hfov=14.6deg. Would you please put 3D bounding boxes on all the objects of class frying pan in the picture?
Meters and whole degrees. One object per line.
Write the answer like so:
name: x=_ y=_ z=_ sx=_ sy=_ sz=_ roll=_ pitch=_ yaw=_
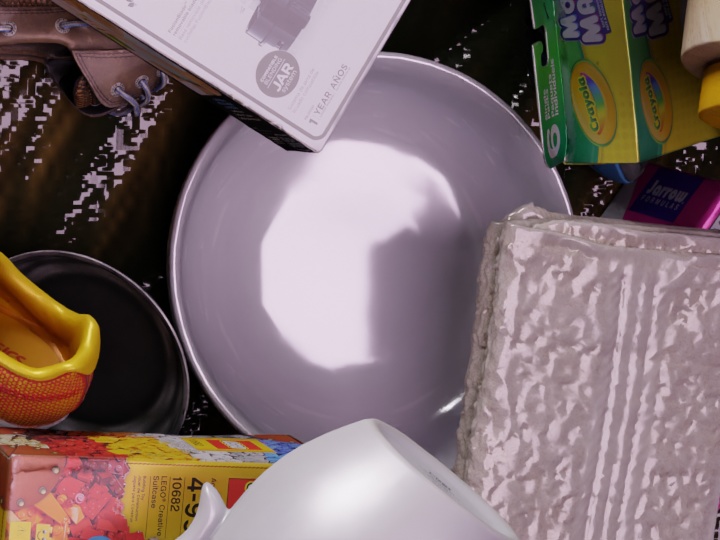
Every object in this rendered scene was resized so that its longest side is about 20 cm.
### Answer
frying pan: x=-0.162 y=0.025 z=1.281 sx=0.189 sy=0.031 sz=0.115 roll=27 pitch=120 yaw=8

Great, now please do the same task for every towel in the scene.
towel: x=0.107 y=0.074 z=1.294 sx=0.132 sy=0.034 sz=0.201 roll=7 pitch=96 yaw=-19

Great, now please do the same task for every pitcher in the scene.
pitcher: x=-0.047 y=0.146 z=1.143 sx=0.171 sy=0.121 sz=0.200 roll=39 pitch=94 yaw=-5

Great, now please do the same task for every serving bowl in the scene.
serving bowl: x=0.000 y=0.000 z=1.320 sx=0.199 sy=0.066 sz=0.201 roll=0 pitch=89 yaw=-17

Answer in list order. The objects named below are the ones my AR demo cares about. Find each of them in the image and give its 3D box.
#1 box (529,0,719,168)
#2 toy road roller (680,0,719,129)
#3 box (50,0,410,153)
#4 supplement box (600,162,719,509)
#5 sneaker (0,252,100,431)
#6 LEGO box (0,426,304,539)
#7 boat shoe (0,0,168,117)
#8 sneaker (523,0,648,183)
box: x=0.145 y=-0.118 z=1.310 sx=0.200 sy=0.048 sz=0.118 roll=-19 pitch=105 yaw=-47
toy road roller: x=0.202 y=-0.101 z=1.248 sx=0.199 sy=0.146 sz=0.124 roll=18 pitch=74 yaw=-33
box: x=-0.077 y=-0.150 z=1.195 sx=0.200 sy=0.060 sz=0.117 roll=31 pitch=86 yaw=-15
supplement box: x=0.136 y=0.059 z=1.375 sx=0.103 sy=0.101 sz=0.200 roll=39 pitch=83 yaw=-21
sneaker: x=-0.201 y=-0.005 z=1.222 sx=0.199 sy=0.077 sz=0.073 roll=27 pitch=47 yaw=-9
LEGO box: x=-0.098 y=0.173 z=1.223 sx=0.148 sy=0.077 sz=0.201 roll=3 pitch=97 yaw=-20
boat shoe: x=-0.114 y=-0.106 z=1.255 sx=0.199 sy=0.072 sz=0.073 roll=9 pitch=83 yaw=-11
sneaker: x=0.116 y=-0.141 z=1.347 sx=0.082 sy=0.073 sz=0.201 roll=-22 pitch=108 yaw=-19
